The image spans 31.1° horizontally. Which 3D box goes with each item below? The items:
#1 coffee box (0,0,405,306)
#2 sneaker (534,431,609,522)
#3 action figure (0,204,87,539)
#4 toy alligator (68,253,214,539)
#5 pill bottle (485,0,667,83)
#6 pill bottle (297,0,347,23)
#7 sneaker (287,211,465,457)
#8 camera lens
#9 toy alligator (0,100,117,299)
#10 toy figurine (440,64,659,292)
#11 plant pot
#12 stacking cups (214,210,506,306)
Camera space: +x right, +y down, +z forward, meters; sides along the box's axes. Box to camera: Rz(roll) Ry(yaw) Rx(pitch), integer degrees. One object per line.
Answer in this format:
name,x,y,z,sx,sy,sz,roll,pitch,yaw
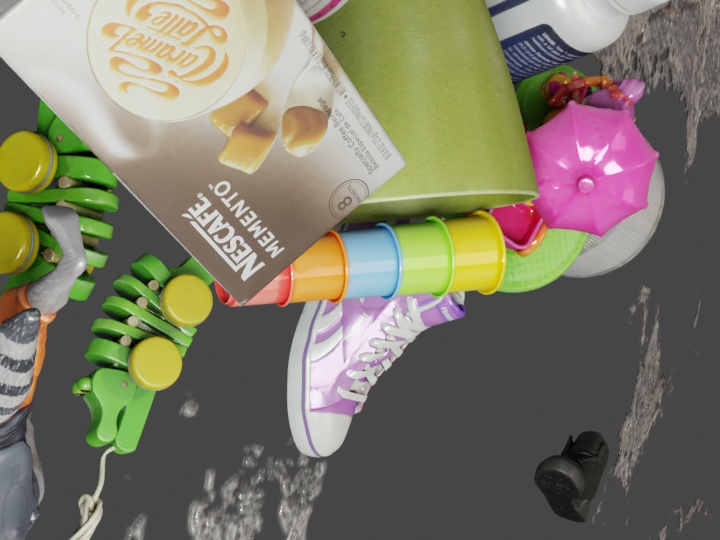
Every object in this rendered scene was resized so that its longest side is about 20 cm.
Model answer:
coffee box,-0.079,-0.092,0.600,0.114,0.080,0.200,-39,135,-1
sneaker,0.258,0.232,1.548,0.105,0.060,0.200,-66,155,-22
action figure,-0.196,0.084,0.575,0.200,0.104,0.195,-33,142,-49
toy alligator,-0.138,0.058,0.746,0.054,0.059,0.201,31,66,-16
pill bottle,0.135,-0.209,0.985,0.111,0.199,0.112,15,68,-42
pill bottle,-0.083,-0.199,0.691,0.200,0.113,0.114,-2,101,-62
sneaker,0.016,0.048,0.965,0.073,0.114,0.202,17,85,-64
camera lens,0.182,-0.083,1.183,0.200,0.159,0.161,18,84,-62
toy alligator,-0.146,-0.056,0.668,0.059,0.054,0.202,19,82,-63
toy figurine,0.159,-0.087,0.957,0.150,0.184,0.201,36,75,-12
plant pot,0.017,-0.139,0.865,0.187,0.186,0.202,-3,87,-62
stacking cups,0.000,0.000,0.880,0.199,0.060,0.061,-8,110,-23
